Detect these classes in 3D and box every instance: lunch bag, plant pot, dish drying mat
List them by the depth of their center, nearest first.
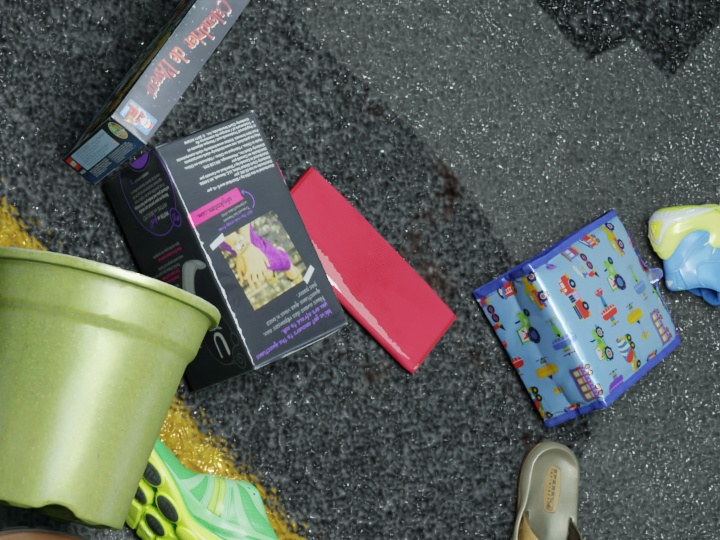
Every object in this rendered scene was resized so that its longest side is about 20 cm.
[{"bbox_3d":[-0.227,0.100,1.259,0.199,0.200,0.185,19,76,-22],"label":"plant pot"},{"bbox_3d":[0.000,0.000,1.493,0.200,0.018,0.077,46,64,-12],"label":"dish drying mat"},{"bbox_3d":[0.233,0.036,1.573,0.200,0.094,0.151,-29,90,-38],"label":"lunch bag"}]

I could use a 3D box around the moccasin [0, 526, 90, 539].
[{"bbox_3d":[-0.235,0.256,1.282,0.201,0.074,0.078,22,44,-30],"label":"moccasin"}]

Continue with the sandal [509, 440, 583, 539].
[{"bbox_3d":[0.180,0.256,1.506,0.080,0.054,0.201,14,73,-24],"label":"sandal"}]

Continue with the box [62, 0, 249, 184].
[{"bbox_3d":[-0.166,-0.174,1.379,0.038,0.136,0.201,38,64,-14],"label":"box"}]

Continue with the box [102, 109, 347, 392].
[{"bbox_3d":[-0.116,-0.015,1.374,0.106,0.122,0.201,-24,91,-34],"label":"box"}]

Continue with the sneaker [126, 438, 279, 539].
[{"bbox_3d":[-0.133,0.204,1.359,0.200,0.074,0.084,47,36,-6],"label":"sneaker"}]

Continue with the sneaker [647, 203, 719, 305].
[{"bbox_3d":[0.385,-0.020,1.672,0.199,0.076,0.106,-6,94,-21],"label":"sneaker"}]
